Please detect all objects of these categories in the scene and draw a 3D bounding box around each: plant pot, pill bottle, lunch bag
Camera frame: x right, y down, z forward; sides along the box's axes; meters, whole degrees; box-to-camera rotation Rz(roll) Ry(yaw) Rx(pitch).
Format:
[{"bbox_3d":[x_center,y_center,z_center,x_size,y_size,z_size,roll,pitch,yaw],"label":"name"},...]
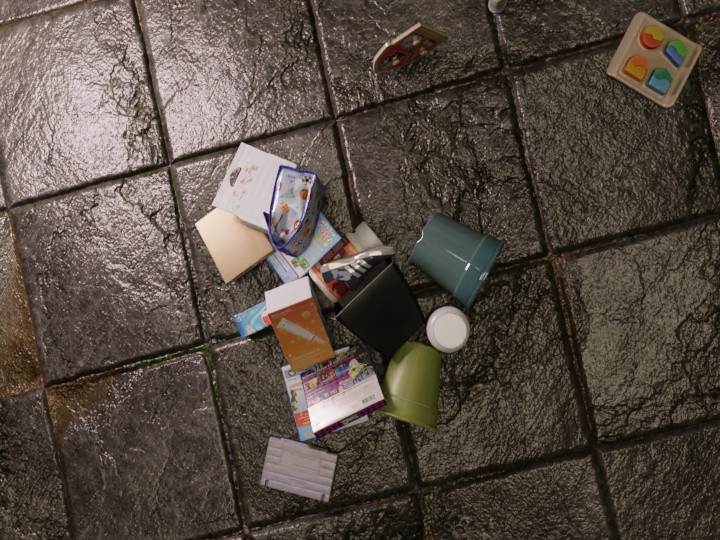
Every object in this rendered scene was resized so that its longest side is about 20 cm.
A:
[{"bbox_3d":[0.133,0.289,1.553,0.194,0.201,0.196,17,77,4],"label":"plant pot"},{"bbox_3d":[0.059,0.099,1.556,0.199,0.200,0.178,-43,98,2],"label":"plant pot"},{"bbox_3d":[-0.032,-0.024,1.595,0.200,0.114,0.115,-44,86,2],"label":"pill bottle"},{"bbox_3d":[0.241,-0.036,1.548,0.193,0.200,0.204,32,90,12],"label":"plant pot"},{"bbox_3d":[-0.172,-0.143,1.545,0.119,0.170,0.207,12,86,9],"label":"lunch bag"},{"bbox_3d":[0.219,0.147,1.529,0.108,0.200,0.117,0,88,4],"label":"pill bottle"}]

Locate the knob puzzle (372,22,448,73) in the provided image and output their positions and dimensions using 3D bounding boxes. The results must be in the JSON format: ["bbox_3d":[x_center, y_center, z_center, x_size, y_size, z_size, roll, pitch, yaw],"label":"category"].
[{"bbox_3d":[0.116,-0.561,1.572,0.213,0.220,0.031,-22,87,3],"label":"knob puzzle"}]

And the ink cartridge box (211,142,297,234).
[{"bbox_3d":[-0.282,-0.222,1.631,0.169,0.044,0.205,21,75,5],"label":"ink cartridge box"}]

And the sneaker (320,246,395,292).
[{"bbox_3d":[0.000,0.000,1.509,0.193,0.075,0.087,-16,96,8],"label":"sneaker"}]

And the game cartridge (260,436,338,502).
[{"bbox_3d":[-0.164,0.533,1.628,0.193,0.038,0.134,13,85,4],"label":"game cartridge"}]

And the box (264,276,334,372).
[{"bbox_3d":[-0.155,0.140,1.555,0.121,0.098,0.205,-19,123,-1],"label":"box"}]

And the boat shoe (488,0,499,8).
[{"bbox_3d":[0.393,-0.795,1.617,0.070,0.062,0.207,14,88,4],"label":"boat shoe"}]

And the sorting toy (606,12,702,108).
[{"bbox_3d":[0.779,-0.559,1.596,0.196,0.036,0.189,29,90,5],"label":"sorting toy"}]

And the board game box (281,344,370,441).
[{"bbox_3d":[-0.092,0.326,1.618,0.193,0.056,0.203,-16,87,3],"label":"board game box"}]

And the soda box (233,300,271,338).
[{"bbox_3d":[-0.238,0.111,1.629,0.195,0.068,0.066,-26,86,3],"label":"soda box"}]

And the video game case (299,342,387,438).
[{"bbox_3d":[-0.046,0.297,1.516,0.195,0.036,0.184,-26,45,3],"label":"video game case"}]

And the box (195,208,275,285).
[{"bbox_3d":[-0.343,-0.090,1.644,0.161,0.021,0.203,-33,74,3],"label":"box"}]

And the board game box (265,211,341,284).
[{"bbox_3d":[-0.164,-0.074,1.645,0.199,0.037,0.152,-40,85,3],"label":"board game box"}]
